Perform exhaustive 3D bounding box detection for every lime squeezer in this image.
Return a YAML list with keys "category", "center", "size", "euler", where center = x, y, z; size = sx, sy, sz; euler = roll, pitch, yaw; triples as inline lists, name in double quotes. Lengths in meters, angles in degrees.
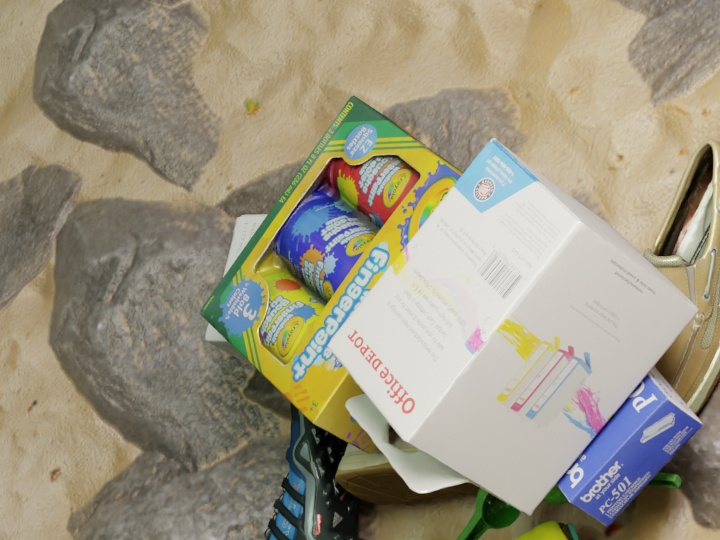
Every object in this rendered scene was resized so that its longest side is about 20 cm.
- category: "lime squeezer"
  center: [0.117, 0.156, 1.493]
  size: [0.199, 0.038, 0.071]
  euler: [-25, 19, 13]

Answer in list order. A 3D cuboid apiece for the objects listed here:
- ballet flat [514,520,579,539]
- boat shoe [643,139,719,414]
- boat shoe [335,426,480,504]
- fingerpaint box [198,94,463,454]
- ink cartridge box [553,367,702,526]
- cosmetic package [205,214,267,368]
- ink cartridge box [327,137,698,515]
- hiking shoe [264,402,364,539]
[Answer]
- category: "ballet flat"
  center: [0.140, 0.250, 1.453]
  size: [0.067, 0.067, 0.200]
  euler: [-15, 46, -9]
- category: "boat shoe"
  center: [0.215, 0.007, 1.505]
  size: [0.071, 0.076, 0.201]
  euler: [7, 76, 41]
- category: "boat shoe"
  center: [0.073, 0.120, 1.575]
  size: [0.199, 0.074, 0.069]
  euler: [-6, 56, 30]
- category: "fingerpaint box"
  center: [0.000, 0.000, 1.587]
  size: [0.200, 0.073, 0.167]
  euler: [-54, 44, 5]
- category: "ink cartridge box"
  center: [0.141, 0.072, 1.486]
  size: [0.094, 0.044, 0.200]
  euler: [-48, 37, 10]
- category: "cosmetic package"
  center: [-0.012, 0.020, 1.695]
  size: [0.199, 0.081, 0.113]
  euler: [-3, 66, 41]
- category: "ink cartridge box"
  center: [0.088, 0.046, 1.422]
  size: [0.200, 0.125, 0.129]
  euler: [-51, 36, 8]
- category: "hiking shoe"
  center: [-0.042, 0.176, 1.648]
  size: [0.087, 0.074, 0.201]
  euler: [-25, 55, 30]
